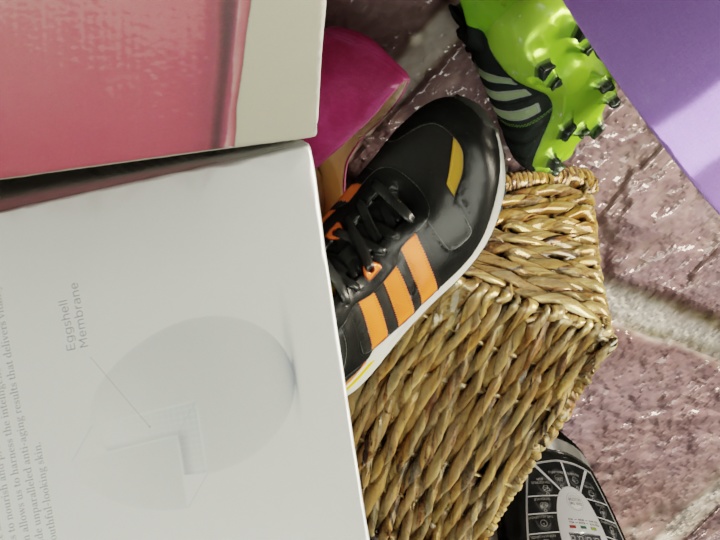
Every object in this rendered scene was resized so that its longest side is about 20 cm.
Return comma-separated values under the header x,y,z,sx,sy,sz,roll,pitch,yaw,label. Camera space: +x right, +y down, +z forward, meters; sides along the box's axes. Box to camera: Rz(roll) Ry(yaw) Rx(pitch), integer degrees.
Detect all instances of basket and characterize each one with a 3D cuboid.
x,y,z,sx,sy,sz,roll,pitch,yaw,label
0.037,0.036,1.635,0.143,0.149,0.200,17,128,-16,basket

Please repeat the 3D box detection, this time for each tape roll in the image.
x,y,z,sx,sy,sz,roll,pitch,yaw,label
0.163,-0.115,1.460,0.066,0.200,0.200,-35,138,11,tape roll

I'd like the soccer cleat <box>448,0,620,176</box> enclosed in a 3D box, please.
x,y,z,sx,sy,sz,roll,pitch,yaw,label
0.088,-0.111,1.536,0.068,0.081,0.200,-43,161,-7,soccer cleat

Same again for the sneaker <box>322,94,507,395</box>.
x,y,z,sx,sy,sz,roll,pitch,yaw,label
0.000,0.000,1.479,0.200,0.070,0.090,-54,164,27,sneaker

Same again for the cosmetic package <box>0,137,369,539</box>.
x,y,z,sx,sy,sz,roll,pitch,yaw,label
-0.120,0.050,1.303,0.200,0.123,0.200,-13,104,-20,cosmetic package

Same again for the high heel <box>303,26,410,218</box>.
x,y,z,sx,sy,sz,roll,pitch,yaw,label
-0.011,-0.046,1.524,0.067,0.096,0.200,-42,145,-38,high heel

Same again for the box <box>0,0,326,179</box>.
x,y,z,sx,sy,sz,roll,pitch,yaw,label
-0.126,-0.121,1.244,0.200,0.128,0.109,-9,133,-15,box

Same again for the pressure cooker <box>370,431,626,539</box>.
x,y,z,sx,sy,sz,roll,pitch,yaw,label
0.085,0.211,1.759,0.176,0.200,0.179,-21,146,3,pressure cooker
